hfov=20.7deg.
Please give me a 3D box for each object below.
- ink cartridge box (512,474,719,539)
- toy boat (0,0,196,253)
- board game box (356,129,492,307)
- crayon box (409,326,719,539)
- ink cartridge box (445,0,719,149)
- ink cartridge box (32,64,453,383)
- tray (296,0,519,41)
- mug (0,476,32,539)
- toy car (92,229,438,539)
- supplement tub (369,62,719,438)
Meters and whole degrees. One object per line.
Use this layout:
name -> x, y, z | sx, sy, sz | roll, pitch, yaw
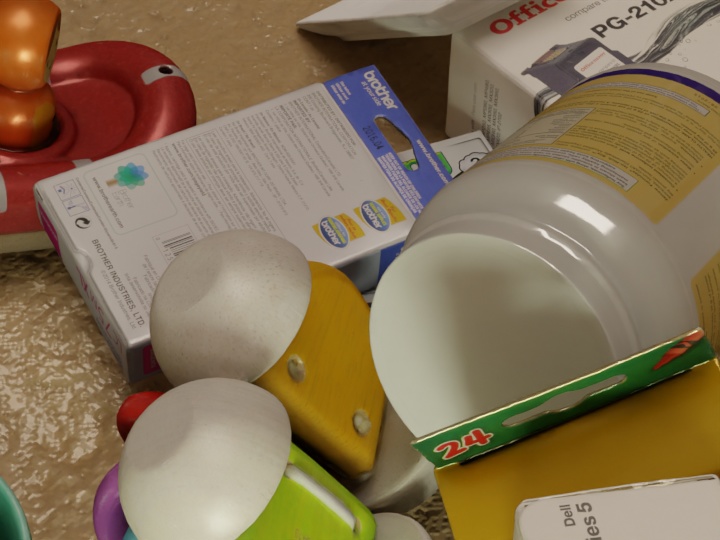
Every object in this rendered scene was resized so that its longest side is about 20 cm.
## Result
ink cartridge box -> 0.107, 0.198, 0.756 | 0.084, 0.200, 0.146 | -7, 47, -7
toy boat -> -0.184, -0.092, 1.063 | 0.199, 0.131, 0.131 | -8, 46, -27
board game box -> 0.000, 0.000, 1.055 | 0.199, 0.035, 0.126 | -17, 49, -15
crayon box -> 0.112, 0.103, 0.822 | 0.127, 0.200, 0.051 | -23, 58, 12
ink cartridge box -> 0.164, -0.085, 1.102 | 0.145, 0.085, 0.200 | -29, 52, -25
ink cartridge box -> -0.054, -0.028, 1.025 | 0.199, 0.042, 0.119 | -23, 57, -17
tray -> 0.043, -0.159, 1.147 | 0.107, 0.022, 0.200 | -28, 15, -18
mug -> -0.219, 0.172, 0.838 | 0.152, 0.115, 0.185 | 27, 53, 22
toy car -> -0.054, 0.094, 0.901 | 0.150, 0.175, 0.201 | -22, 43, 30
supplement tub -> 0.106, 0.000, 0.913 | 0.145, 0.146, 0.200 | 25, 36, 22
